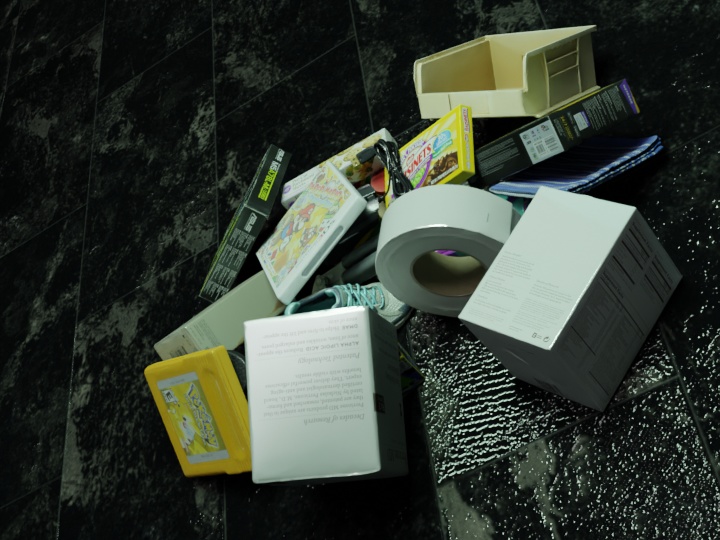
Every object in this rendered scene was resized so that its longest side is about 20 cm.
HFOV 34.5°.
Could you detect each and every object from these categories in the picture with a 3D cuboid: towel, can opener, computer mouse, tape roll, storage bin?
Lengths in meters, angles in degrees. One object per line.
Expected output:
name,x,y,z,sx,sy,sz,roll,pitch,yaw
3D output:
towel,0.287,-0.139,1.538,0.199,0.024,0.144,-27,22,-32
can opener,0.000,0.000,1.681,0.200,0.066,0.053,-36,44,39
computer mouse,-0.014,-0.107,1.702,0.200,0.046,0.141,-38,49,31
tape roll,0.121,-0.023,1.527,0.201,0.202,0.071,-15,47,31
storage bin,0.211,-0.283,1.685,0.199,0.094,0.198,5,23,42

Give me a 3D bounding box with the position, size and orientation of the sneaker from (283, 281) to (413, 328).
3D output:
sneaker,-0.015,0.056,1.624,0.198,0.087,0.078,-18,61,-8

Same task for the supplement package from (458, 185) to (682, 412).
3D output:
supplement package,0.255,0.032,1.402,0.151,0.151,0.201,19,70,48

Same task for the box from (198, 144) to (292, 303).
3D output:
box,-0.182,-0.074,1.849,0.201,0.047,0.194,-58,13,34

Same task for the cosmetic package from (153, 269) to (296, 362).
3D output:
cosmetic package,-0.199,0.079,1.731,0.200,0.071,0.105,-38,6,-41

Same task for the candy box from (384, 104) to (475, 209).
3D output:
candy box,0.095,-0.147,1.639,0.200,0.026,0.103,-33,51,54

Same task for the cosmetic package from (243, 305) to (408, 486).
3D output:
cosmetic package,-0.041,0.163,1.457,0.164,0.165,0.202,-8,77,13

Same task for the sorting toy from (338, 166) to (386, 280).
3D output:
sorting toy,0.003,-0.105,1.803,0.199,0.070,0.199,18,70,48

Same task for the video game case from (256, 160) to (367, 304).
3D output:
video game case,-0.075,-0.059,1.679,0.182,0.023,0.200,-51,23,7

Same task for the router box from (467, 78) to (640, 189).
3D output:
router box,0.250,-0.180,1.557,0.157,0.053,0.200,-28,3,-33

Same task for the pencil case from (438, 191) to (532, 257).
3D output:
pencil case,0.166,-0.059,1.611,0.199,0.085,0.093,-14,35,33

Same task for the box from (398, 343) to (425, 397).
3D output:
box,-0.013,0.178,1.579,0.200,0.064,0.070,-41,40,3

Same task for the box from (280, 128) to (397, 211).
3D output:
box,-0.033,-0.150,1.787,0.199,0.039,0.042,-27,41,21

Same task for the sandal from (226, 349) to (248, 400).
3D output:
sandal,-0.187,0.173,1.642,0.075,0.045,0.200,55,143,22

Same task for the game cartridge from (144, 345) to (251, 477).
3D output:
game cartridge,-0.219,0.203,1.630,0.032,0.178,0.199,-24,4,-37
